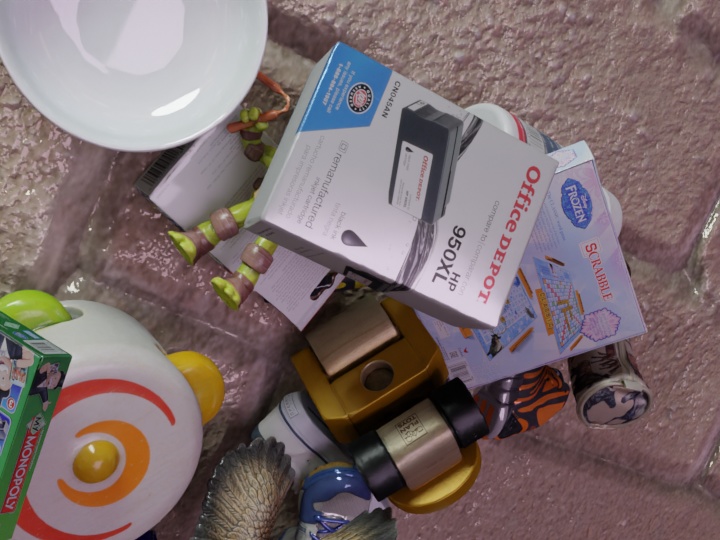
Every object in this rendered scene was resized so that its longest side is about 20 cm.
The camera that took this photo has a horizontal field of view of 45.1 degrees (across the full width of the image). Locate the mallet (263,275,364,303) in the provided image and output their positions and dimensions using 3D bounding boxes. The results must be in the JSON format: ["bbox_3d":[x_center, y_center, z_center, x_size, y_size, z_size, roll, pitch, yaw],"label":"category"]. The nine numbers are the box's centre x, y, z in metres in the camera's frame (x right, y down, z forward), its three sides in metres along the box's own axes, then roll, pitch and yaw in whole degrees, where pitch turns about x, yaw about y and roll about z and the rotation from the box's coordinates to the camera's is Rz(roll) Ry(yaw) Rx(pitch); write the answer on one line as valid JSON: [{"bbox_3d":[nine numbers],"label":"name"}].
[{"bbox_3d":[0.000,0.000,0.859,0.198,0.041,0.066,0,108,-27],"label":"mallet"}]

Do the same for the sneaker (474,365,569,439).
[{"bbox_3d":[0.194,0.098,0.992,0.111,0.078,0.202,1,115,-36],"label":"sneaker"}]

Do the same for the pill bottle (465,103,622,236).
[{"bbox_3d":[0.172,-0.076,0.884,0.199,0.119,0.120,23,94,-35],"label":"pill bottle"}]

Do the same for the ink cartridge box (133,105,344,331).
[{"bbox_3d":[-0.092,-0.048,0.777,0.109,0.050,0.200,-50,125,-8],"label":"ink cartridge box"}]

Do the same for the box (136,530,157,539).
[{"bbox_3d":[-0.209,0.362,0.744,0.104,0.200,0.185,-11,113,-10],"label":"box"}]

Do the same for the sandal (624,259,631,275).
[{"bbox_3d":[0.174,0.016,0.889,0.199,0.055,0.082,-24,137,24],"label":"sandal"}]

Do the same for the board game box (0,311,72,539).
[{"bbox_3d":[-0.298,0.082,0.611,0.029,0.199,0.136,7,105,-61],"label":"board game box"}]

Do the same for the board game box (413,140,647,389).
[{"bbox_3d":[0.145,0.005,0.811,0.198,0.041,0.201,-19,121,13],"label":"board game box"}]

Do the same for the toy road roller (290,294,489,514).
[{"bbox_3d":[0.034,0.137,0.824,0.122,0.200,0.146,-30,142,-5],"label":"toy road roller"}]

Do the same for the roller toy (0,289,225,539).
[{"bbox_3d":[-0.225,0.129,0.700,0.199,0.140,0.184,22,95,-35],"label":"roller toy"}]

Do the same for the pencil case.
[{"bbox_3d":[0.265,0.084,0.951,0.077,0.201,0.090,9,127,-3],"label":"pencil case"}]

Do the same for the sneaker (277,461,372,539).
[{"bbox_3d":[-0.035,0.272,0.849,0.075,0.089,0.201,12,128,-11],"label":"sneaker"}]

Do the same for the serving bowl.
[{"bbox_3d":[-0.173,-0.192,0.657,0.198,0.066,0.202,-3,99,-17],"label":"serving bowl"}]

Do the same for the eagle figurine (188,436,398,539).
[{"bbox_3d":[-0.082,0.263,0.744,0.151,0.151,0.201,29,92,-30],"label":"eagle figurine"}]

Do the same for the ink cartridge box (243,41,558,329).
[{"bbox_3d":[0.033,-0.059,0.668,0.199,0.084,0.146,25,82,-15],"label":"ink cartridge box"}]

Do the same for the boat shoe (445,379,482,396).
[{"bbox_3d":[0.066,0.113,0.912,0.199,0.074,0.074,-36,113,-25],"label":"boat shoe"}]

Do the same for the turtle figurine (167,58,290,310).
[{"bbox_3d":[-0.077,-0.058,0.713,0.161,0.064,0.200,-42,102,-14],"label":"turtle figurine"}]

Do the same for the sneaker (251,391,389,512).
[{"bbox_3d":[-0.039,0.202,0.892,0.071,0.073,0.200,-32,121,8],"label":"sneaker"}]
